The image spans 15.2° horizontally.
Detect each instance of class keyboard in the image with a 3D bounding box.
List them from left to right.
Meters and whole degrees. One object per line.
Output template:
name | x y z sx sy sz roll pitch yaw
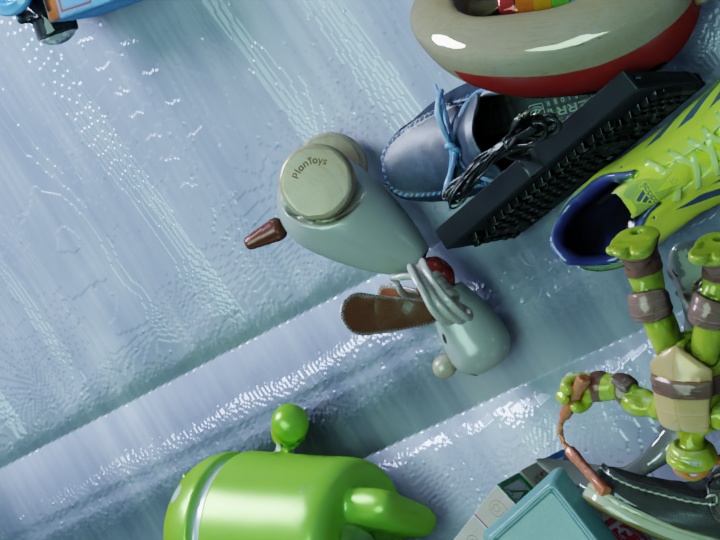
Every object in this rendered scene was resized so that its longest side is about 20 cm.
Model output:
keyboard | 0.113 -0.065 1.645 0.200 0.126 0.021 -42 61 44

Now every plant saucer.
plant saucer | 0.155 0.218 1.633 0.070 0.019 0.200 -42 74 17

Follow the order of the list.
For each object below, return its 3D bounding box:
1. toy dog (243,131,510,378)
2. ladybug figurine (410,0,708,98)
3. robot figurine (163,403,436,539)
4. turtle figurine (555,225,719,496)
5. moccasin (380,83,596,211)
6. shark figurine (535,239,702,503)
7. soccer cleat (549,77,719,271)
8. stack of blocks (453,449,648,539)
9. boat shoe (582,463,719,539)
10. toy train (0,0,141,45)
toy dog | 0.000 0.000 1.768 0.096 0.132 0.200 -42 67 12
ladybug figurine | 0.126 -0.154 1.636 0.199 0.136 0.072 0 132 36
robot figurine | -0.049 0.184 1.842 0.199 0.115 0.177 1 77 35
turtle figurine | 0.198 0.059 1.557 0.199 0.064 0.163 13 117 42
moccasin | 0.085 -0.094 1.707 0.199 0.068 0.081 -25 87 36
shark figurine | 0.199 0.056 1.671 0.090 0.127 0.215 62 140 44
soccer cleat | 0.195 -0.061 1.630 0.200 0.084 0.065 -40 78 34
stack of blocks | 0.154 0.218 1.712 0.200 0.115 0.059 47 123 16
boat shoe | 0.236 0.145 1.637 0.199 0.072 0.066 18 94 -4
toy train | -0.216 -0.261 1.868 0.114 0.087 0.202 -15 91 27
